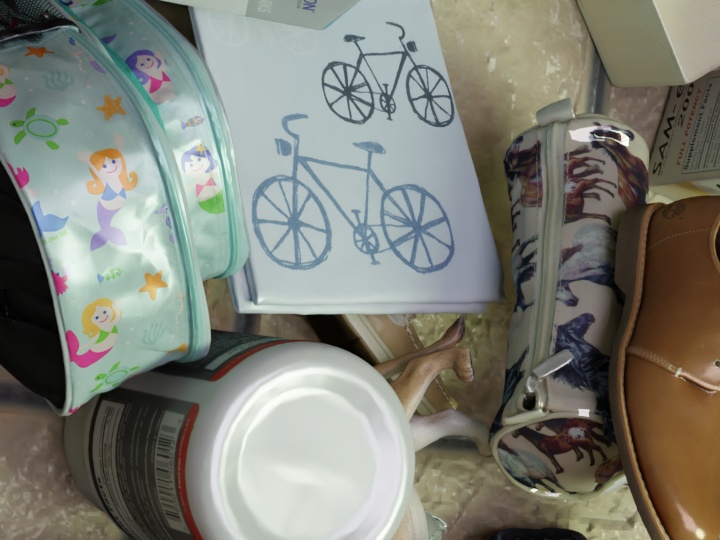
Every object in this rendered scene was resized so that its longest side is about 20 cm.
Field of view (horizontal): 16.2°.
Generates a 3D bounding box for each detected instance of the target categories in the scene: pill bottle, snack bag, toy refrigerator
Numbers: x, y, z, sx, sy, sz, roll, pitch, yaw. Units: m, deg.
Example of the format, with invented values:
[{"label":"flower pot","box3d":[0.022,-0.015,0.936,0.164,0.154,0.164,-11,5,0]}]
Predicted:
[{"label":"pill bottle","box3d":[-0.066,0.087,1.235,0.116,0.200,0.116,-1,93,-27]},{"label":"snack bag","box3d":[-0.014,-0.073,1.299,0.188,0.021,0.200,-1,72,-45]},{"label":"toy refrigerator","box3d":[0.226,-0.179,1.448,0.200,0.076,0.070,-31,106,-22]}]

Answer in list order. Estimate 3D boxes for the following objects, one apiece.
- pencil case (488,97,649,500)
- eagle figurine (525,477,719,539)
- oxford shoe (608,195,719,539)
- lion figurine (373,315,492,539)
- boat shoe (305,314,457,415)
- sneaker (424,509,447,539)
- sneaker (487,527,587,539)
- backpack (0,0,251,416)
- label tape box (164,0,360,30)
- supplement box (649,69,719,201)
[{"label":"pencil case","box3d":[0.109,0.013,1.314,0.089,0.078,0.200,62,28,-54]},{"label":"eagle figurine","box3d":[0.174,0.100,1.355,0.151,0.200,0.152,-50,131,-25]},{"label":"oxford shoe","box3d":[0.167,0.049,1.248,0.071,0.071,0.200,34,50,-47]},{"label":"lion figurine","box3d":[0.009,0.126,1.285,0.122,0.072,0.200,-8,70,10]},{"label":"boat shoe","box3d":[0.000,0.000,1.338,0.066,0.074,0.200,-39,109,-15]},{"label":"sneaker","box3d":[-0.007,0.206,1.342,0.082,0.075,0.200,26,80,-25]},{"label":"sneaker","box3d":[0.137,0.214,1.418,0.200,0.078,0.112,36,77,-24]},{"label":"backpack","box3d":[-0.137,-0.037,1.174,0.150,0.200,0.178,-18,124,-17]},{"label":"label tape box","box3d":[-0.039,-0.196,1.246,0.200,0.066,0.143,12,60,-5]},{"label":"supplement box","box3d":[0.269,-0.062,1.404,0.126,0.200,0.074,23,77,-26]}]
